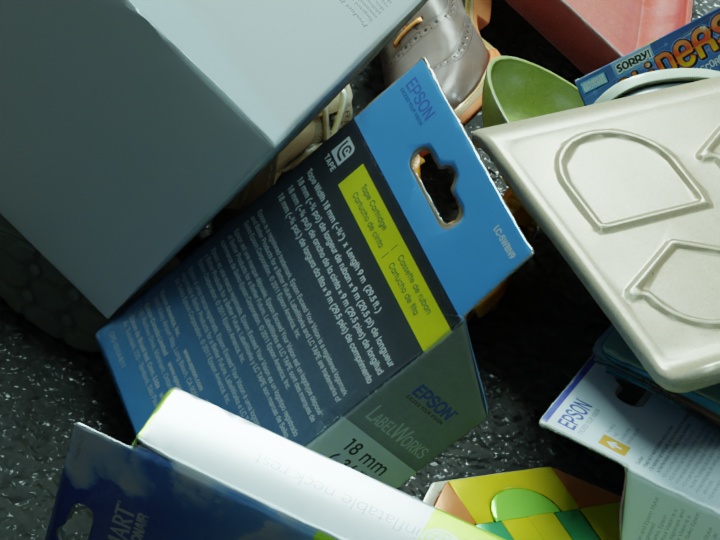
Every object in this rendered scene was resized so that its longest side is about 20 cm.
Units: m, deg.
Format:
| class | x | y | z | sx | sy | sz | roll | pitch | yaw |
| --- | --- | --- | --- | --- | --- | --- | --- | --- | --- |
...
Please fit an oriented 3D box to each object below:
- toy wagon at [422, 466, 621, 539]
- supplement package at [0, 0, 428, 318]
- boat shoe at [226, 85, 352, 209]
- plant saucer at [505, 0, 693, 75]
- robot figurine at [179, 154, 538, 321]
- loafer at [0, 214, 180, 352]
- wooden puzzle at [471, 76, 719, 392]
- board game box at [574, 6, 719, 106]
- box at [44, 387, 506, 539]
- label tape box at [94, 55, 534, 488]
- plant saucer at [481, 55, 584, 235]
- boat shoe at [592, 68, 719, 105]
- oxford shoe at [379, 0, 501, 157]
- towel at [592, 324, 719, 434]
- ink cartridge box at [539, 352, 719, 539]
| class | x | y | z | sx | sy | sz | roll | pitch | yaw |
| --- | --- | --- | --- | --- | --- | --- | --- | --- | --- |
| toy wagon | 0.101 | 0.165 | 1.272 | 0.155 | 0.040 | 0.200 | -6 | 42 | -30 |
| supplement package | -0.083 | -0.115 | 1.342 | 0.152 | 0.151 | 0.200 | 45 | 42 | -2 |
| boat shoe | -0.034 | -0.091 | 1.530 | 0.065 | 0.072 | 0.200 | 16 | 30 | -2 |
| plant saucer | 0.111 | -0.195 | 1.704 | 0.200 | 0.037 | 0.200 | 42 | 29 | -16 |
| robot figurine | 0.000 | 0.000 | 1.428 | 0.145 | 0.058 | 0.200 | 31 | 36 | 14 |
| loafer | -0.176 | -0.036 | 1.390 | 0.200 | 0.070 | 0.070 | 37 | 42 | 9 |
| wooden puzzle | 0.173 | -0.016 | 1.376 | 0.185 | 0.046 | 0.200 | -13 | 44 | -26 |
| board game box | 0.218 | -0.117 | 1.581 | 0.200 | 0.135 | 0.035 | -8 | 74 | -62 |
| box | -0.029 | 0.132 | 1.184 | 0.200 | 0.122 | 0.048 | 25 | 39 | 8 |
| label tape box | -0.009 | 0.025 | 1.276 | 0.063 | 0.200 | 0.144 | 39 | 17 | -42 |
| plant saucer | 0.132 | -0.031 | 1.504 | 0.200 | 0.031 | 0.200 | 36 | 20 | -16 |
| boat shoe | 0.199 | -0.045 | 1.505 | 0.199 | 0.075 | 0.066 | 23 | 31 | -42 |
| oxford shoe | 0.028 | -0.126 | 1.585 | 0.073 | 0.071 | 0.200 | 44 | 19 | -22 |
| towel | 0.220 | 0.023 | 1.391 | 0.146 | 0.022 | 0.200 | 29 | 45 | 20 |
| ink cartridge box | 0.188 | 0.101 | 1.359 | 0.200 | 0.043 | 0.196 | 25 | 20 | 11 |
